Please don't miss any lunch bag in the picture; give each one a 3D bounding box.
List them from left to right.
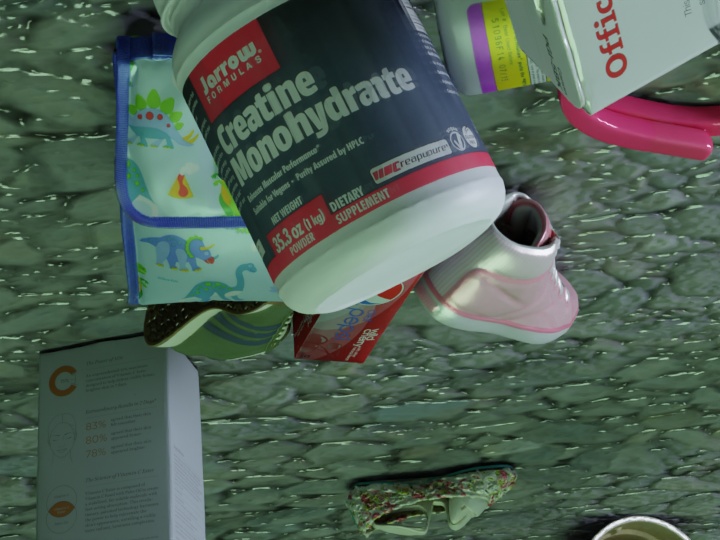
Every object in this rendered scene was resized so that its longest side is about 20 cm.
[{"bbox_3d":[-0.075,-0.072,0.991,0.168,0.128,0.201,0,138,-6],"label":"lunch bag"}]

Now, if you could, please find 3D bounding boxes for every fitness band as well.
[{"bbox_3d":[0.227,-0.135,1.015,0.198,0.038,0.144,7,147,-24],"label":"fitness band"}]

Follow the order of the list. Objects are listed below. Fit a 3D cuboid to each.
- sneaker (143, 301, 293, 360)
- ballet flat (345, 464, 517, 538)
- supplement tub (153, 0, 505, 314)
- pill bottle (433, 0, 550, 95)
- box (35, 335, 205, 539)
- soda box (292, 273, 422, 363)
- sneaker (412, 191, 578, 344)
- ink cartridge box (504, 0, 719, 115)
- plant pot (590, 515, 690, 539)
[{"bbox_3d":[-0.085,0.026,1.220,0.089,0.068,0.199,21,148,-39],"label":"sneaker"},{"bbox_3d":[0.083,0.267,1.699,0.198,0.065,0.076,-8,151,4],"label":"ballet flat"},{"bbox_3d":[-0.019,-0.091,0.835,0.139,0.201,0.140,-26,172,-4],"label":"supplement tub"},{"bbox_3d":[0.141,-0.168,0.859,0.198,0.105,0.104,-9,152,8],"label":"pill bottle"},{"bbox_3d":[-0.210,0.172,1.320,0.123,0.202,0.098,-10,152,9],"label":"box"},{"bbox_3d":[0.000,0.000,1.180,0.063,0.071,0.200,4,150,-17],"label":"soda box"},{"bbox_3d":[0.136,-0.003,1.195,0.199,0.076,0.105,6,130,-50],"label":"sneaker"},{"bbox_3d":[0.159,-0.192,0.726,0.199,0.083,0.148,-28,130,-6],"label":"ink cartridge box"},{"bbox_3d":[0.329,0.435,1.949,0.198,0.203,0.183,5,161,-19],"label":"plant pot"}]
